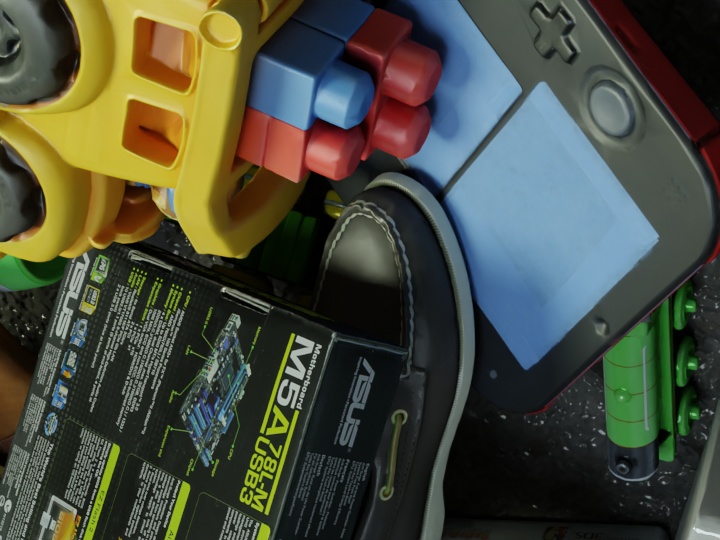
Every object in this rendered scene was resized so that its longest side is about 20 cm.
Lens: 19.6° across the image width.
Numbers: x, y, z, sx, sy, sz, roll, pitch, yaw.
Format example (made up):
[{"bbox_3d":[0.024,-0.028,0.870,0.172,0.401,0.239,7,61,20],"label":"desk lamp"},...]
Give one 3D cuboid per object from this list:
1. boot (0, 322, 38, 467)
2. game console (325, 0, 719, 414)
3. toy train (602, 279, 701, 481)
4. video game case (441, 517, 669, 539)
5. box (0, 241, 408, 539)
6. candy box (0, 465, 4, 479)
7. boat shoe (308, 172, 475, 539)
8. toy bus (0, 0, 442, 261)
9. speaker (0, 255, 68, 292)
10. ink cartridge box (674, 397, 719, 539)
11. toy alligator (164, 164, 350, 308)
[{"bbox_3d":[-0.224,0.062,1.029,0.187,0.069,0.200,-2,156,29],"label":"boot"},{"bbox_3d":[0.053,-0.047,0.815,0.177,0.031,0.200,51,146,8],"label":"game console"},{"bbox_3d":[0.114,0.007,0.865,0.041,0.057,0.201,9,130,22],"label":"toy train"},{"bbox_3d":[0.093,0.207,1.072,0.181,0.023,0.201,-1,126,30],"label":"video game case"},{"bbox_3d":[-0.081,0.099,0.860,0.047,0.202,0.192,15,-178,-43],"label":"box"},{"bbox_3d":[-0.233,0.123,1.042,0.115,0.056,0.200,-19,136,41],"label":"candy box"},{"bbox_3d":[0.001,0.060,0.872,0.071,0.060,0.203,26,124,38],"label":"boat shoe"},{"bbox_3d":[-0.067,-0.074,0.837,0.191,0.136,0.201,26,136,10],"label":"toy bus"},{"bbox_3d":[-0.230,-0.038,0.999,0.198,0.089,0.089,6,130,25],"label":"speaker"},{"bbox_3d":[0.230,0.153,0.893,0.198,0.084,0.146,16,134,8],"label":"ink cartridge box"},{"bbox_3d":[0.000,0.000,0.931,0.198,0.060,0.054,17,178,7],"label":"toy alligator"}]
